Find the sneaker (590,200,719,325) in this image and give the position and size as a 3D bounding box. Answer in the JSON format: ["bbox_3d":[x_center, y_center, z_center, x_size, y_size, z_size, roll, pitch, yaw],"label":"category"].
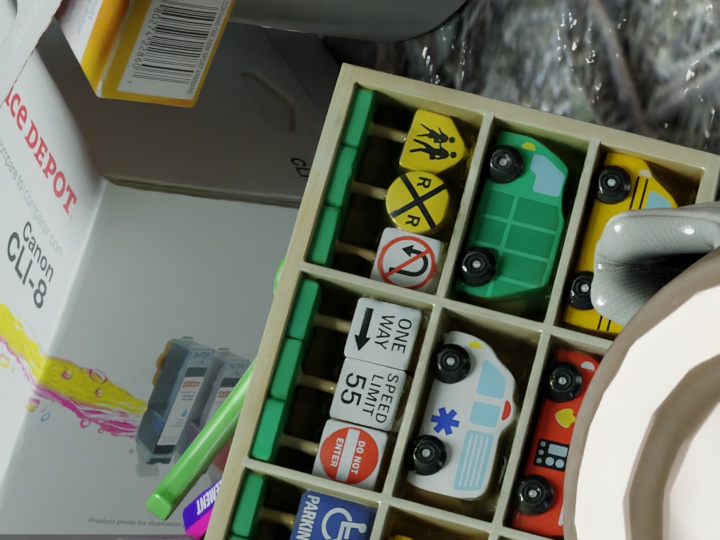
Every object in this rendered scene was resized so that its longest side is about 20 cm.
[{"bbox_3d":[0.136,0.029,0.732,0.200,0.081,0.075,32,111,55],"label":"sneaker"}]

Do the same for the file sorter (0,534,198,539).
[{"bbox_3d":[-0.092,0.188,0.839,0.200,0.139,0.125,50,130,50],"label":"file sorter"}]

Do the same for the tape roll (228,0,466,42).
[{"bbox_3d":[-0.036,-0.191,1.001,0.203,0.139,0.203,-16,71,57],"label":"tape roll"}]

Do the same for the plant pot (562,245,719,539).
[{"bbox_3d":[0.136,0.044,0.579,0.200,0.175,0.200,1,92,38],"label":"plant pot"}]

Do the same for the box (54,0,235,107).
[{"bbox_3d":[-0.082,-0.158,0.902,0.119,0.041,0.200,-66,33,29],"label":"box"}]

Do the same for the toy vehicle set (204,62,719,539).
[{"bbox_3d":[0.028,0.046,0.829,0.027,0.124,0.200,76,-152,-74],"label":"toy vehicle set"}]

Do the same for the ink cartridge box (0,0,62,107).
[{"bbox_3d":[-0.126,-0.128,0.897,0.163,0.057,0.200,-53,51,41],"label":"ink cartridge box"}]

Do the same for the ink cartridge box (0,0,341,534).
[{"bbox_3d":[-0.085,0.015,1.045,0.145,0.145,0.200,56,131,48],"label":"ink cartridge box"}]

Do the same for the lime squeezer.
[{"bbox_3d":[0.000,0.000,0.903,0.038,0.200,0.071,29,146,13],"label":"lime squeezer"}]

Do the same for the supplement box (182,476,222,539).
[{"bbox_3d":[0.021,0.150,0.887,0.101,0.103,0.200,-44,51,46],"label":"supplement box"}]
